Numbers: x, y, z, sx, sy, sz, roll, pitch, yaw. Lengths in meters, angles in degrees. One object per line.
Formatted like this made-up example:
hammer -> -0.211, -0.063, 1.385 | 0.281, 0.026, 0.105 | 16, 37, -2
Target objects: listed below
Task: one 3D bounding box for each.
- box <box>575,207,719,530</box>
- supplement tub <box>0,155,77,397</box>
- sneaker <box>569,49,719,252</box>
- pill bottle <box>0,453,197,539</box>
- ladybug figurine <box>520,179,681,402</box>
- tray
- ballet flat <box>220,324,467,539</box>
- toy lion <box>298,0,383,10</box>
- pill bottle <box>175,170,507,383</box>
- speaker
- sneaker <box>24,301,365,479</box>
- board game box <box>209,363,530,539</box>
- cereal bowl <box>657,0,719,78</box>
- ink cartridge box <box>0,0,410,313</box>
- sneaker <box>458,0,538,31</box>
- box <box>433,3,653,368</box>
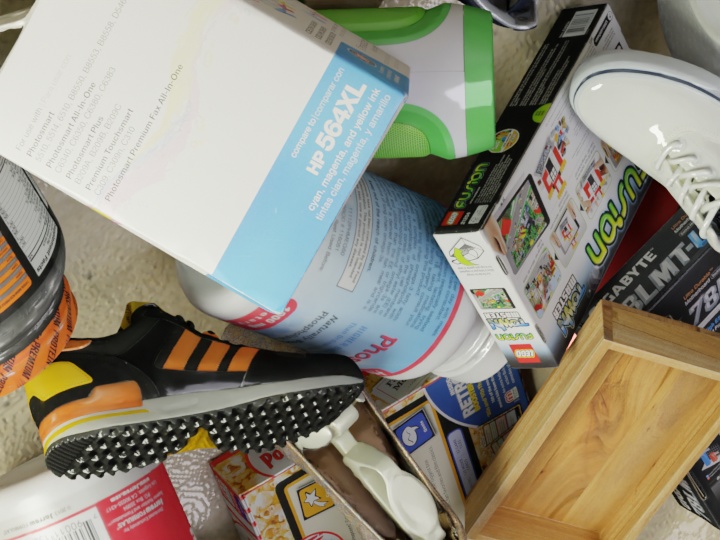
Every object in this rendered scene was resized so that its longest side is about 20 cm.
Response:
box -> 0.245, 0.032, 1.498 | 0.200, 0.050, 0.199 | -45, 131, -11
supplement tub -> -0.229, -0.033, 1.215 | 0.122, 0.122, 0.201 | -35, 127, -12
sneaker -> 0.206, -0.055, 1.373 | 0.199, 0.071, 0.073 | 30, 131, -7
pill bottle -> -0.133, 0.196, 1.347 | 0.112, 0.112, 0.201 | -25, 95, -19
ladybug figurine -> 0.175, 0.014, 1.521 | 0.135, 0.072, 0.201 | 25, 98, -37
tray -> 0.146, 0.103, 1.437 | 0.098, 0.037, 0.200 | 16, 134, -14
ballet flat -> -0.004, 0.102, 1.403 | 0.068, 0.067, 0.200 | -44, 97, -15
toy lion -> -0.077, -0.212, 1.239 | 0.191, 0.069, 0.201 | -7, 139, -14
pill bottle -> 0.000, 0.000, 1.383 | 0.199, 0.109, 0.109 | 21, 101, -36
speaker -> -0.028, -0.099, 1.278 | 0.199, 0.089, 0.089 | -2, 118, 3
sneaker -> -0.091, 0.051, 1.311 | 0.199, 0.090, 0.070 | -8, 154, -32
board game box -> 0.020, 0.136, 1.501 | 0.199, 0.046, 0.152 | -30, 125, -16
cereal bowl -> 0.250, -0.171, 1.389 | 0.083, 0.200, 0.201 | -5, 116, -47
ink cartridge box -> -0.091, -0.091, 1.173 | 0.199, 0.129, 0.126 | 30, 100, -4
sneaker -> 0.109, -0.179, 1.362 | 0.199, 0.108, 0.070 | 1, 113, -32
box -> 0.118, -0.051, 1.410 | 0.110, 0.035, 0.200 | 59, 46, -32
